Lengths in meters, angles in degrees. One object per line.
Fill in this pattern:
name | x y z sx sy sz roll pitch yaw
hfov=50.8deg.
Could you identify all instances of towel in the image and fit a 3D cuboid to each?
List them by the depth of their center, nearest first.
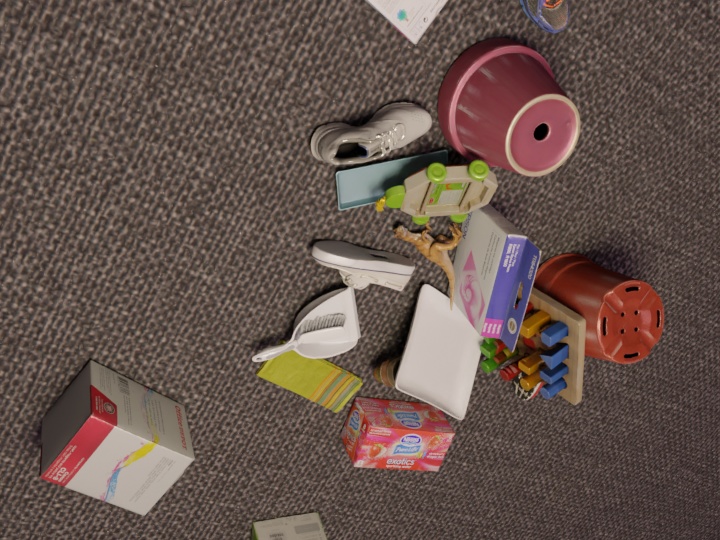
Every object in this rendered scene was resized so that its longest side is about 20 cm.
towel | -0.092 0.200 1.409 0.199 0.018 0.086 31 103 -32

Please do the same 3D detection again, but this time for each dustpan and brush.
dustpan and brush | -0.095 0.115 1.327 0.197 0.058 0.141 -13 131 -6

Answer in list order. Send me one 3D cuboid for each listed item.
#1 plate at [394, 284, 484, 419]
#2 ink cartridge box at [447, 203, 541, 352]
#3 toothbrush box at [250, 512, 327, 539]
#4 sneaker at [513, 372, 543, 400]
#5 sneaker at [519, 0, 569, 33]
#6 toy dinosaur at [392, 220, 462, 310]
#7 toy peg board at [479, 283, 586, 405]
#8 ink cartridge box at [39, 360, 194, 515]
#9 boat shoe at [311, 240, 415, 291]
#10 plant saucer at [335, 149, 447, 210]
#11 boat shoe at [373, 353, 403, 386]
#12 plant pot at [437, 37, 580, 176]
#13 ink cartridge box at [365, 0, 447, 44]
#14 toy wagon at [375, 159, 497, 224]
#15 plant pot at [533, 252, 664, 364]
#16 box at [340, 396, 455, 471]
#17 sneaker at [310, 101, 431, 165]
plate | 0.147 0.154 1.416 0.198 0.032 0.203 30 70 -36
ink cartridge box | 0.223 0.006 1.310 0.043 0.200 0.199 -2 119 -20
toothbrush box | -0.156 0.618 1.586 0.143 0.086 0.202 -2 121 -20
sneaker | 0.385 0.185 1.558 0.084 0.077 0.202 10 115 -32
sneaker | 0.279 -0.450 1.140 0.075 0.079 0.201 -28 125 -3
toy dinosaur | 0.138 -0.034 1.350 0.106 0.061 0.200 -38 116 20
toy peg board | 0.307 0.143 1.409 0.097 0.199 0.202 -27 129 -23
ink cartridge box | -0.400 0.279 1.252 0.199 0.146 0.145 35 102 -33
boat shoe | 0.000 0.000 1.301 0.198 0.071 0.071 9 113 -33
plant saucer | 0.053 -0.153 1.260 0.197 0.019 0.071 -13 123 -14
boat shoe | 0.111 0.180 1.451 0.198 0.068 0.073 1 84 -40
plant pot | 0.242 -0.240 1.187 0.197 0.179 0.202 -10 123 -15
ink cartridge box | 0.043 -0.434 1.079 0.199 0.042 0.120 31 104 -35
toy wagon | 0.121 -0.127 1.237 0.197 0.040 0.156 -4 157 -8
plant pot | 0.439 0.079 1.405 0.198 0.195 0.204 -3 98 -19
box | 0.073 0.325 1.499 0.198 0.096 0.101 11 114 -27
sneaker | 0.025 -0.202 1.179 0.198 0.087 0.075 -21 123 -11
